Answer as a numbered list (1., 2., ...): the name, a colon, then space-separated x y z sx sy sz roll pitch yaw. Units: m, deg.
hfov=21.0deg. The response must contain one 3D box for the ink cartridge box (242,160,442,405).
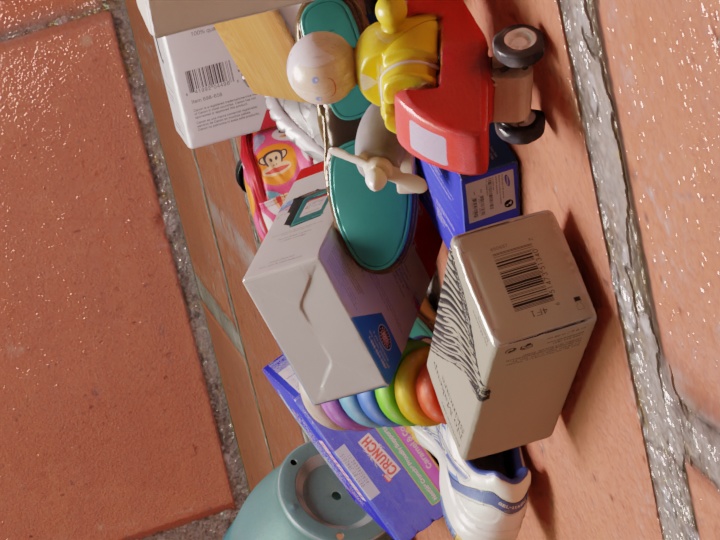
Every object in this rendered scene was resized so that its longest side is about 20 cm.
1. ink cartridge box: -0.007 -0.009 1.442 0.117 0.067 0.200 62 -152 -23

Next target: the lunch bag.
1. lunch bag: -0.052 -0.050 1.858 0.176 0.081 0.201 -101 -8 -69

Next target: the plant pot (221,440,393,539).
1. plant pot: -0.043 0.284 2.099 0.189 0.199 0.201 111 144 -48

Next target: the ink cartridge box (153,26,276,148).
1. ink cartridge box: -0.120 -0.233 1.797 0.084 0.143 0.201 -132 28 -68

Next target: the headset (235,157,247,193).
1. headset: -0.077 -0.105 2.043 0.201 0.094 0.123 62 171 -21

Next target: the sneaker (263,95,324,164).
1. sneaker: -0.009 -0.118 1.582 0.075 0.082 0.200 28 -160 -50

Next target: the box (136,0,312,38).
1. box: -0.057 -0.224 1.315 0.068 0.199 0.083 -121 20 -59

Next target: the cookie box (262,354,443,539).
1. cookie box: -0.002 0.152 1.814 0.172 0.075 0.200 55 174 -11

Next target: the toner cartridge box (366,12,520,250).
1. toner cartridge box: 0.056 -0.092 1.354 0.200 0.043 0.095 -117 16 -45

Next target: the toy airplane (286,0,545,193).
1. toy airplane: 0.018 -0.147 1.198 0.199 0.140 0.201 174 80 -80

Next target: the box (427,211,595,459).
1. box: 0.093 0.046 1.252 0.200 0.068 0.083 96 156 -63

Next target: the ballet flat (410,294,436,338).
1. ballet flat: 0.000 0.000 1.586 0.200 0.068 0.063 50 -157 -43

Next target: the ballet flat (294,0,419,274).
1. ballet flat: 0.000 -0.100 1.367 0.072 0.067 0.201 -47 -59 -78

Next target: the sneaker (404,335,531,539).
1. sneaker: 0.085 0.114 1.490 0.088 0.075 0.201 109 146 -42

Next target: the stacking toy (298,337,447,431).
1. stacking toy: 0.043 0.085 1.442 0.199 0.085 0.086 4 112 52

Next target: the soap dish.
1. soap dish: -0.077 -0.249 1.536 0.158 0.081 0.201 59 -159 -56
